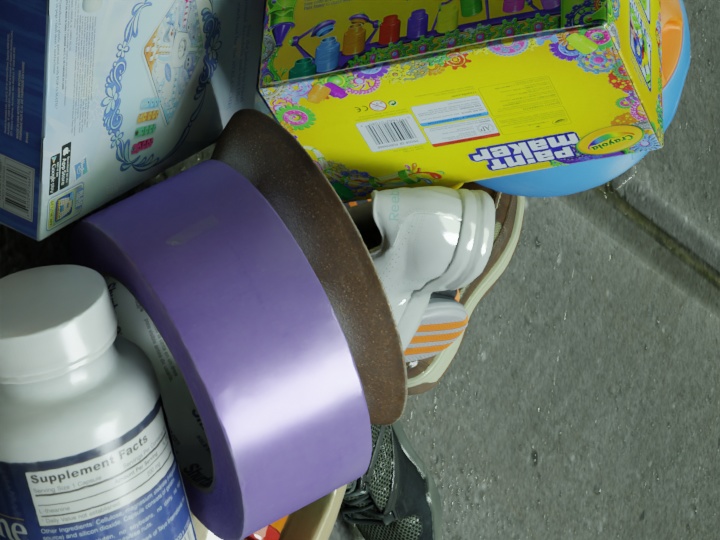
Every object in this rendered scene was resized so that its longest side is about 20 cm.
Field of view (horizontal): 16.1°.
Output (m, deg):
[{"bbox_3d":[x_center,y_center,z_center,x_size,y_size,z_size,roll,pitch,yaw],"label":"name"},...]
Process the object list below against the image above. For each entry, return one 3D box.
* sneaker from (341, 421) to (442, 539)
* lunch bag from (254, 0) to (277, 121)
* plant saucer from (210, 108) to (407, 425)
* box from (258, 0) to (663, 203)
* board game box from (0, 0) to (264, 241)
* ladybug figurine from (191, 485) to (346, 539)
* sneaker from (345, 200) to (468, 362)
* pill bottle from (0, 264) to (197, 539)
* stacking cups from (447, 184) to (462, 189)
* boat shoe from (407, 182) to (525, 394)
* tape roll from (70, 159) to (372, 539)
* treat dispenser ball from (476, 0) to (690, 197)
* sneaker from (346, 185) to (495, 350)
[{"bbox_3d":[-0.010,0.142,1.707,0.114,0.076,0.200,-51,133,-43],"label":"sneaker"},{"bbox_3d":[-0.036,-0.175,1.608,0.161,0.082,0.200,58,46,-51],"label":"lunch bag"},{"bbox_3d":[-0.040,0.006,1.452,0.037,0.200,0.201,-26,123,-18],"label":"plant saucer"},{"bbox_3d":[0.061,-0.163,1.445,0.122,0.199,0.193,56,32,-51],"label":"box"},{"bbox_3d":[-0.124,-0.143,1.404,0.199,0.043,0.200,-32,138,-48],"label":"board game box"},{"bbox_3d":[-0.071,0.135,1.578,0.136,0.072,0.200,50,59,-46],"label":"ladybug figurine"},{"bbox_3d":[-0.033,0.007,1.652,0.200,0.078,0.112,-1,53,-36],"label":"sneaker"},{"bbox_3d":[-0.157,0.104,1.393,0.111,0.111,0.200,-46,132,-49],"label":"pill bottle"},{"bbox_3d":[0.086,-0.139,1.856,0.200,0.060,0.061,-58,141,-42],"label":"stacking cups"},{"bbox_3d":[0.060,-0.013,1.808,0.075,0.075,0.203,56,47,-48],"label":"boat shoe"},{"bbox_3d":[-0.080,0.045,1.423,0.085,0.200,0.200,-27,124,-18],"label":"tape roll"},{"bbox_3d":[0.121,-0.149,1.708,0.201,0.200,0.202,-14,106,-60],"label":"treat dispenser ball"},{"bbox_3d":[0.000,0.000,1.493,0.088,0.200,0.075,12,58,-20],"label":"sneaker"}]
